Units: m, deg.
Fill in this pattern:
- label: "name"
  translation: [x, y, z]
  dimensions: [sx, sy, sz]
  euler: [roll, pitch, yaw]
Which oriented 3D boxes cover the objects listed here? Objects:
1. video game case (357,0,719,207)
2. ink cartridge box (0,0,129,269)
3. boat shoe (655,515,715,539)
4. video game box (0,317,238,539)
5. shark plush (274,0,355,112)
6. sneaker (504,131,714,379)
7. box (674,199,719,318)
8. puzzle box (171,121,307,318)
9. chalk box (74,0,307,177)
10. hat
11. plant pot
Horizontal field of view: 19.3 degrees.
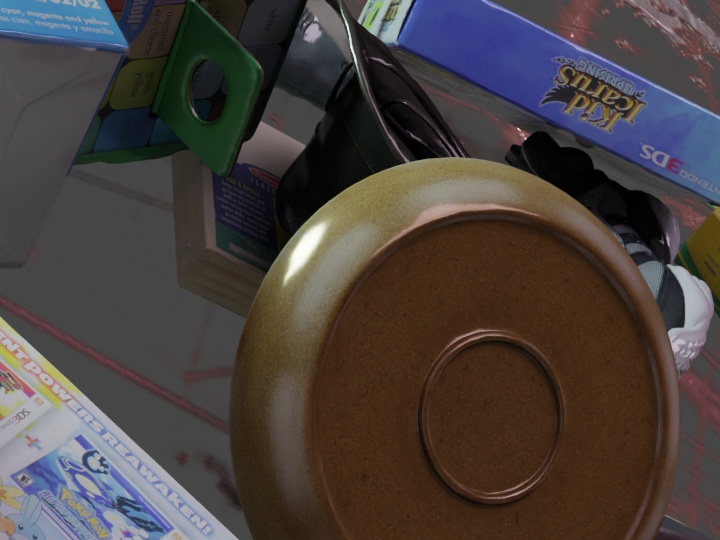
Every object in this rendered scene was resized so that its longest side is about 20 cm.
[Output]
- label: "video game case"
  translation: [0.101, -0.099, 1.149]
  dimensions: [0.199, 0.046, 0.181]
  euler: [25, 3, -10]
- label: "ink cartridge box"
  translation: [-0.172, -0.112, 0.829]
  dimensions: [0.067, 0.116, 0.201]
  euler: [2, 44, -38]
- label: "boat shoe"
  translation: [0.096, 0.118, 0.891]
  dimensions: [0.199, 0.071, 0.063]
  euler: [21, 28, -25]
- label: "video game box"
  translation: [-0.135, 0.084, 0.658]
  dimensions: [0.200, 0.047, 0.182]
  euler: [43, 29, 6]
- label: "shark plush"
  translation: [-0.074, -0.136, 1.069]
  dimensions: [0.199, 0.090, 0.084]
  euler: [17, 64, -47]
- label: "sneaker"
  translation: [0.113, -0.004, 1.100]
  dimensions: [0.113, 0.076, 0.200]
  euler: [32, 21, -14]
- label: "box"
  translation: [0.271, 0.032, 1.281]
  dimensions: [0.117, 0.048, 0.201]
  euler: [3, 47, -51]
- label: "puzzle box"
  translation: [0.000, 0.000, 0.993]
  dimensions: [0.199, 0.025, 0.134]
  euler: [28, 29, -24]
- label: "chalk box"
  translation: [-0.105, -0.127, 0.911]
  dimensions: [0.123, 0.125, 0.201]
  euler: [-9, 50, -34]
- label: "hat"
  translation: [0.009, -0.031, 0.923]
  dimensions: [0.201, 0.081, 0.201]
  euler: [55, 8, -12]
- label: "plant pot"
  translation: [0.046, 0.056, 0.806]
  dimensions: [0.199, 0.202, 0.027]
  euler: [28, -14, -24]
